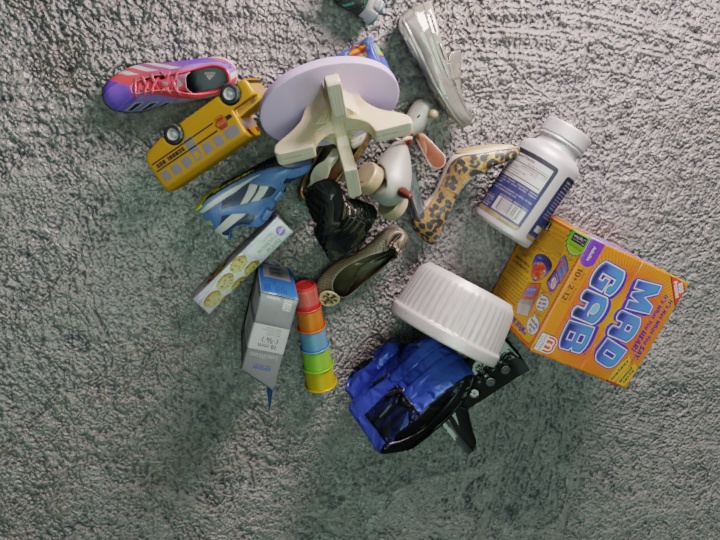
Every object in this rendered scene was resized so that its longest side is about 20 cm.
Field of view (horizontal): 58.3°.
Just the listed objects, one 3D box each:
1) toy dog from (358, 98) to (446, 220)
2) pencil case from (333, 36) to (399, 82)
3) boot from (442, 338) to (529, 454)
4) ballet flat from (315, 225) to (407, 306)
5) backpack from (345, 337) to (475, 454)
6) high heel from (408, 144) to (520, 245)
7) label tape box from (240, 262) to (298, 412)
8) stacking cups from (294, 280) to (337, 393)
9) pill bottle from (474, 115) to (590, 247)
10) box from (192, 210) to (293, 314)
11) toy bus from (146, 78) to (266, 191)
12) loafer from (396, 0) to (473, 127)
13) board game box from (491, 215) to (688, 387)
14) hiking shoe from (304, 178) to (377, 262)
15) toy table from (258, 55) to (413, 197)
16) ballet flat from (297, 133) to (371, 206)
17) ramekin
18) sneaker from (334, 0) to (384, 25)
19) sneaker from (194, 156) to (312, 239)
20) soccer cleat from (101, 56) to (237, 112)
[{"bbox_3d":[0.072,-0.175,0.998,0.132,0.096,0.201,8,96,-41],"label":"toy dog"},{"bbox_3d":[-0.044,-0.266,0.964,0.199,0.087,0.078,-26,69,15],"label":"pencil case"},{"bbox_3d":[0.234,0.234,1.223,0.200,0.066,0.165,-40,113,0],"label":"boot"},{"bbox_3d":[0.000,0.000,1.089,0.200,0.046,0.067,-37,133,10],"label":"ballet flat"},{"bbox_3d":[0.087,0.199,1.117,0.200,0.162,0.168,-41,73,8],"label":"backpack"},{"bbox_3d":[0.175,-0.127,1.073,0.199,0.071,0.143,-13,105,11],"label":"high heel"},{"bbox_3d":[-0.159,0.106,1.055,0.063,0.144,0.201,12,106,-15],"label":"label tape box"},{"bbox_3d":[-0.084,0.112,1.112,0.060,0.061,0.201,-11,113,-7],"label":"stacking cups"},{"bbox_3d":[0.289,-0.149,1.071,0.111,0.111,0.200,30,101,-19],"label":"pill bottle"},{"bbox_3d":[-0.195,-0.013,1.064,0.200,0.039,0.041,-43,112,5],"label":"box"},{"bbox_3d":[-0.221,-0.202,0.952,0.200,0.065,0.078,-29,98,17],"label":"toy bus"},{"bbox_3d":[0.130,-0.318,1.005,0.070,0.070,0.200,-30,111,10],"label":"loafer"},{"bbox_3d":[0.375,0.041,1.105,0.199,0.200,0.200,22,104,-17],"label":"board game box"},{"bbox_3d":[-0.026,-0.093,1.015,0.100,0.200,0.076,-28,69,-11],"label":"hiking shoe"},{"bbox_3d":[-0.034,-0.204,0.884,0.199,0.117,0.184,-22,136,6],"label":"toy table"},{"bbox_3d":[-0.038,-0.185,1.014,0.068,0.072,0.200,36,100,-2],"label":"ballet flat"},{"bbox_3d":[0.159,0.068,1.081,0.200,0.200,0.105,28,91,-18],"label":"ramekin"},{"bbox_3d":[0.014,-0.468,0.932,0.091,0.078,0.201,17,103,-12],"label":"sneaker"},{"bbox_3d":[-0.158,-0.120,1.019,0.199,0.074,0.082,-27,110,8],"label":"sneaker"},{"bbox_3d":[-0.279,-0.272,0.940,0.199,0.073,0.068,-12,111,-7],"label":"soccer cleat"}]
